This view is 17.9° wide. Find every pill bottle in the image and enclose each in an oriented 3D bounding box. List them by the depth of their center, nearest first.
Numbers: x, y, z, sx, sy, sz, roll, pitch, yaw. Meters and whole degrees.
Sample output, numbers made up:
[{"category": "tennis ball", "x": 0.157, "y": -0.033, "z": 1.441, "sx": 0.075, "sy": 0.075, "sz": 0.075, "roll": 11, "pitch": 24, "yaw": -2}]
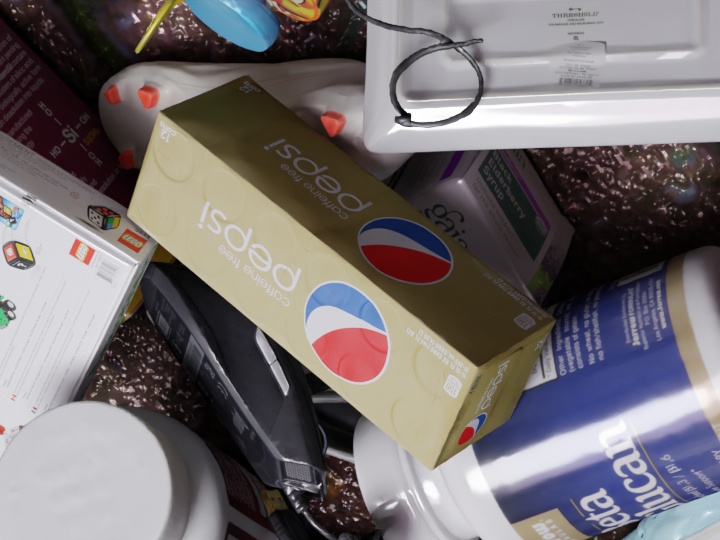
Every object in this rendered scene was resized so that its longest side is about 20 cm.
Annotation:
[{"category": "pill bottle", "x": 0.101, "y": 0.073, "z": 1.102, "sx": 0.200, "sy": 0.111, "sz": 0.111, "roll": -23, "pitch": 110, "yaw": 22}, {"category": "pill bottle", "x": -0.111, "y": 0.130, "z": 1.164, "sx": 0.109, "sy": 0.200, "sz": 0.110, "roll": -3, "pitch": 74, "yaw": 12}]

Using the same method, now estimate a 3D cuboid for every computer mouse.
[{"category": "computer mouse", "x": -0.040, "y": 0.081, "z": 1.142, "sx": 0.200, "sy": 0.046, "sz": 0.140, "roll": 54, "pitch": 164, "yaw": 14}]

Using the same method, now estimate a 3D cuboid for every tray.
[{"category": "tray", "x": 0.098, "y": -0.110, "z": 1.044, "sx": 0.199, "sy": 0.022, "sz": 0.108, "roll": -2, "pitch": 76, "yaw": 13}]

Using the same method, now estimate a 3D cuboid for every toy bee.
[{"category": "toy bee", "x": -0.040, "y": -0.151, "z": 1.014, "sx": 0.199, "sy": 0.131, "sz": 0.109, "roll": 8, "pitch": 160, "yaw": 10}]

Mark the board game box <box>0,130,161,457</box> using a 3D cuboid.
[{"category": "board game box", "x": -0.189, "y": 0.022, "z": 1.142, "sx": 0.126, "sy": 0.035, "sz": 0.200, "roll": 32, "pitch": 130, "yaw": 1}]

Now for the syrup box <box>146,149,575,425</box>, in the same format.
[{"category": "syrup box", "x": 0.000, "y": 0.000, "z": 1.163, "sx": 0.200, "sy": 0.081, "sz": 0.079, "roll": -22, "pitch": 111, "yaw": 31}]

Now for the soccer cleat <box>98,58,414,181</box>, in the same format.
[{"category": "soccer cleat", "x": -0.047, "y": -0.075, "z": 1.148, "sx": 0.200, "sy": 0.078, "sz": 0.069, "roll": 8, "pitch": 119, "yaw": 39}]

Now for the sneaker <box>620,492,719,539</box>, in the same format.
[{"category": "sneaker", "x": 0.191, "y": 0.103, "z": 1.175, "sx": 0.200, "sy": 0.074, "sz": 0.082, "roll": -36, "pitch": 72, "yaw": 38}]

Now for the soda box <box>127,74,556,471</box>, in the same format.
[{"category": "soda box", "x": -0.012, "y": -0.003, "z": 1.050, "sx": 0.200, "sy": 0.064, "sz": 0.068, "roll": 39, "pitch": 131, "yaw": 21}]

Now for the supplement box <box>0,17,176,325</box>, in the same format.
[{"category": "supplement box", "x": -0.207, "y": -0.039, "z": 1.201, "sx": 0.200, "sy": 0.103, "sz": 0.131, "roll": 46, "pitch": 126, "yaw": -11}]

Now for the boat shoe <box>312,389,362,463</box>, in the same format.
[{"category": "boat shoe", "x": 0.055, "y": 0.093, "z": 1.207, "sx": 0.199, "sy": 0.065, "sz": 0.074, "roll": 10, "pitch": 122, "yaw": 14}]
